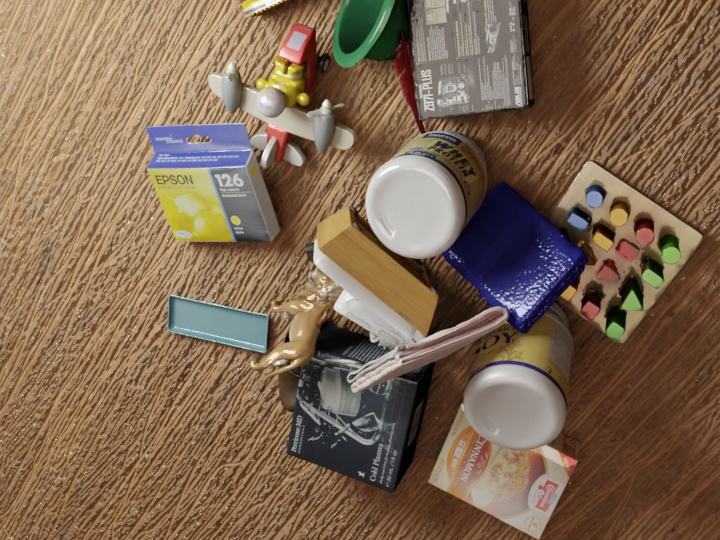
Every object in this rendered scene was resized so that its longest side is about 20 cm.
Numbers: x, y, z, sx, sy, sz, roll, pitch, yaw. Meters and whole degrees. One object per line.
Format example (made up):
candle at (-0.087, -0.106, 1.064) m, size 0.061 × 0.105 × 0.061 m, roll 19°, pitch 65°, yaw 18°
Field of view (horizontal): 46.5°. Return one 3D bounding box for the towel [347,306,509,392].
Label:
towel at (0.092, 0.114, 1.199) m, size 0.033 × 0.188 × 0.200 m, roll 67°, pitch 153°, yaw 10°

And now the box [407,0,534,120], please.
box at (0.159, -0.327, 1.204) m, size 0.160 × 0.086 × 0.204 m, roll -3°, pitch 102°, yaw 19°

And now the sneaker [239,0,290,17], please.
sneaker at (-0.108, -0.459, 1.269) m, size 0.197 × 0.075 × 0.092 m, roll -18°, pitch 103°, yaw 21°

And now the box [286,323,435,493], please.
box at (0.001, 0.222, 1.377) m, size 0.193 × 0.124 × 0.204 m, roll 16°, pitch 108°, yaw 16°

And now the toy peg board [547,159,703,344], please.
toy peg board at (0.354, -0.017, 1.210) m, size 0.198 × 0.098 × 0.202 m, roll 35°, pitch 111°, yaw 7°

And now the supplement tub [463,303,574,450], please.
supplement tub at (0.234, 0.141, 1.218) m, size 0.142 × 0.201 × 0.148 m, roll 9°, pitch 127°, yaw 13°

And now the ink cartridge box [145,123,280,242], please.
ink cartridge box at (-0.247, -0.137, 1.364) m, size 0.194 × 0.047 × 0.202 m, roll 2°, pitch 130°, yaw 25°

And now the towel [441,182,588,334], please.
towel at (0.223, -0.019, 1.219) m, size 0.148 × 0.049 × 0.200 m, roll -49°, pitch 47°, yaw 10°

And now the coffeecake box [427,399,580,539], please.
coffeecake box at (0.230, 0.308, 1.346) m, size 0.197 × 0.073 × 0.156 m, roll 24°, pitch 109°, yaw 11°

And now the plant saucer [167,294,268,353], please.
plant saucer at (-0.251, 0.092, 1.485) m, size 0.196 × 0.019 × 0.071 m, roll 11°, pitch 107°, yaw 17°

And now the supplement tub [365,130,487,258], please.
supplement tub at (0.102, -0.117, 1.206) m, size 0.142 × 0.200 × 0.147 m, roll 9°, pitch 116°, yaw 19°

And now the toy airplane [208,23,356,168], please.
toy airplane at (-0.124, -0.250, 1.290) m, size 0.197 × 0.141 × 0.202 m, roll -21°, pitch 97°, yaw 22°

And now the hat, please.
hat at (0.067, -0.348, 1.256) m, size 0.173 × 0.167 × 0.201 m, roll 17°, pitch 127°, yaw -29°

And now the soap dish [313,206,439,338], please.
soap dish at (0.024, -0.002, 1.224) m, size 0.199 × 0.158 × 0.082 m, roll 39°, pitch 101°, yaw -11°

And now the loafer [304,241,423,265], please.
loafer at (0.000, 0.000, 1.346) m, size 0.196 × 0.073 × 0.073 m, roll 14°, pitch 106°, yaw 15°

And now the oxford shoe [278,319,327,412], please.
oxford shoe at (-0.111, 0.154, 1.418) m, size 0.071 × 0.084 × 0.204 m, roll 15°, pitch 109°, yaw 13°

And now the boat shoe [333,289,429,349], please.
boat shoe at (0.041, 0.088, 1.324) m, size 0.199 × 0.074 × 0.066 m, roll 38°, pitch 98°, yaw -21°

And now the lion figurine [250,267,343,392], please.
lion figurine at (-0.090, 0.093, 1.304) m, size 0.120 × 0.072 × 0.203 m, roll -6°, pitch 58°, yaw 31°
